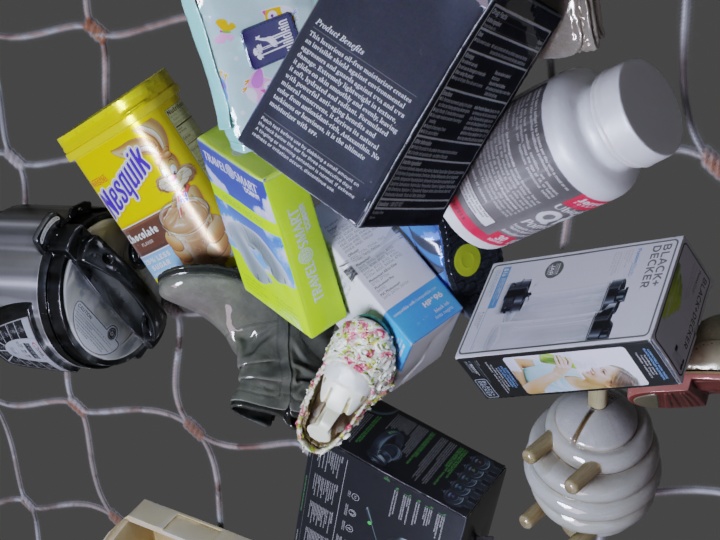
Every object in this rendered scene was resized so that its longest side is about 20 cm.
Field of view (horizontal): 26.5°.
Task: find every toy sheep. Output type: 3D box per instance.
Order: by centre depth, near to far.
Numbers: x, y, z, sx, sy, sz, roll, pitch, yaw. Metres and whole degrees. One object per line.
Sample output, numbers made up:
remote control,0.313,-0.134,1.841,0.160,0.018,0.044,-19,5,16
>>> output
toy sheep,0.208,0.172,1.381,0.137,0.138,0.201,24,139,22

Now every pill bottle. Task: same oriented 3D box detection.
pill bottle,0.160,-0.098,1.251,0.199,0.111,0.111,-24,103,44

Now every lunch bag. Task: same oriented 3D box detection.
lunch bag,-0.066,-0.211,1.283,0.121,0.200,0.172,1,119,36

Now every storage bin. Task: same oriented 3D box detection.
storage bin,-0.203,0.405,1.873,0.198,0.094,0.201,15,127,29

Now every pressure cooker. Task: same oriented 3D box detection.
pressure cooker,-0.306,0.015,1.634,0.198,0.175,0.181,3,97,34

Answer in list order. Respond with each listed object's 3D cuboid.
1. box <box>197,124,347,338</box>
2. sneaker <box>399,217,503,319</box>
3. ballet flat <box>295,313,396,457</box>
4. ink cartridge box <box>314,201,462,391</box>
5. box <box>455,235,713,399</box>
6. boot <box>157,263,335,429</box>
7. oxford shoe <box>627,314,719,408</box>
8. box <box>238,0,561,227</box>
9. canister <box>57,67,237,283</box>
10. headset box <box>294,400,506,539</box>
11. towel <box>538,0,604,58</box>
box,-0.082,-0.048,1.388,0.122,0.047,0.202,33,147,47
sneaker,0.067,-0.046,1.399,0.078,0.066,0.201,7,129,60
ballet flat,-0.015,0.116,1.414,0.075,0.064,0.201,29,146,5
ink cartridge box,0.000,0.000,1.430,0.200,0.068,0.116,50,156,15
box,0.191,0.042,1.312,0.198,0.117,0.060,-7,134,41
boot,-0.112,0.077,1.502,0.198,0.132,0.068,18,154,-22
oxford shoe,0.318,0.067,1.274,0.198,0.076,0.070,-6,158,20
box,0.035,-0.148,1.155,0.123,0.200,0.200,35,103,15
canister,-0.198,-0.084,1.549,0.148,0.087,0.201,-23,105,44
headset box,0.043,0.248,1.583,0.199,0.093,0.176,26,131,21
towel,0.104,-0.241,1.254,0.198,0.034,0.134,7,121,35
